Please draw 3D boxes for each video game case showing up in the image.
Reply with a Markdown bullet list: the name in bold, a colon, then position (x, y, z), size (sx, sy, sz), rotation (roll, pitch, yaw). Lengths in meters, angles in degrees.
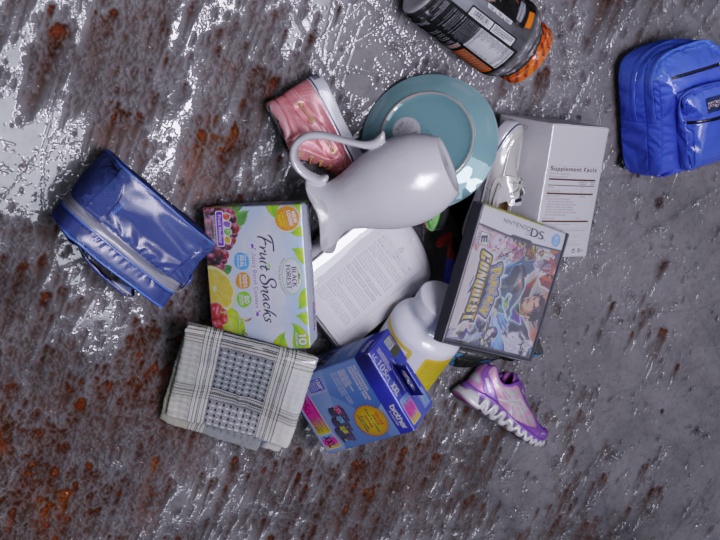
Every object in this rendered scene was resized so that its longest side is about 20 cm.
- **video game case**: position (0.203, 0.020, 1.348), size (0.181, 0.025, 0.200), rotation (15, 91, -36)

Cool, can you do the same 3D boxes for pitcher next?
- **pitcher**: position (0.016, -0.129, 1.279), size (0.200, 0.121, 0.172), rotation (-19, 115, 16)

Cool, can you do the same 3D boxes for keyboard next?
- **keyboard**: position (0.169, -0.052, 1.496), size (0.104, 0.040, 0.200), rotation (-39, 116, -34)

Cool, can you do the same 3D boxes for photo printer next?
- **photo printer**: position (0.000, 0.000, 1.414), size (0.200, 0.069, 0.166), rotation (-40, 116, -7)

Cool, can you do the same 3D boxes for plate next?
- **plate**: position (0.095, -0.186, 1.355), size (0.200, 0.026, 0.200), rotation (-2, 83, 13)

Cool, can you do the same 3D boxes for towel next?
- **towel**: position (-0.176, 0.173, 1.344), size (0.192, 0.035, 0.200), rotation (16, 125, -7)

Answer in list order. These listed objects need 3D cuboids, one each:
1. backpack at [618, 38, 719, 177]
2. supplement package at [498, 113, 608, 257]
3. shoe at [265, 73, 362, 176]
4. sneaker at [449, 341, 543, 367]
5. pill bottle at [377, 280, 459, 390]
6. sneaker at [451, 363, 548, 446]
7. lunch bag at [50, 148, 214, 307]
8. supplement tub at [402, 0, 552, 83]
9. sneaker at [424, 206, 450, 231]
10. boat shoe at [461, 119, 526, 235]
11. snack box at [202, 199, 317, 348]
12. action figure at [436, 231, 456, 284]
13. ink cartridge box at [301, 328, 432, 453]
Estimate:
- **backpack**: position (0.507, -0.263, 1.492), size (0.162, 0.168, 0.200), rotation (-19, 108, -23)
- **supplement package**: position (0.278, -0.130, 1.451), size (0.120, 0.121, 0.200), rotation (-2, 105, -33)
- **shoe**: position (-0.055, -0.170, 1.347), size (0.091, 0.071, 0.200), rotation (-30, 111, -7)
- **sneaker**: position (0.203, 0.107, 1.515), size (0.200, 0.073, 0.082), rotation (-1, 75, -39)
- **pill bottle**: position (0.080, 0.111, 1.412), size (0.112, 0.112, 0.200), rotation (12, 132, -24)
- **sneaker**: position (0.248, 0.218, 1.577), size (0.200, 0.080, 0.089), rotation (36, 82, -25)
- **lunch bag**: position (-0.297, -0.044, 1.245), size (0.132, 0.136, 0.200), rotation (-48, 117, -3)
- **supplement tub**: position (0.169, -0.359, 1.350), size (0.200, 0.123, 0.123), rotation (30, 93, -27)
- **sneaker**: position (0.150, -0.146, 1.406), size (0.084, 0.077, 0.200), rotation (26, 81, -15)
- **boat shoe**: position (0.210, -0.119, 1.393), size (0.071, 0.070, 0.200), rotation (-14, 128, -50)
- **snack box**: position (-0.138, 0.006, 1.324), size (0.142, 0.053, 0.200), rotation (-2, 100, 9)
- **action figure**: position (0.134, 0.047, 1.451), size (0.099, 0.065, 0.200), rotation (-50, 148, -31)
- **ink cartridge box**: position (0.008, 0.172, 1.369), size (0.137, 0.200, 0.076), rotation (59, 35, -11)
